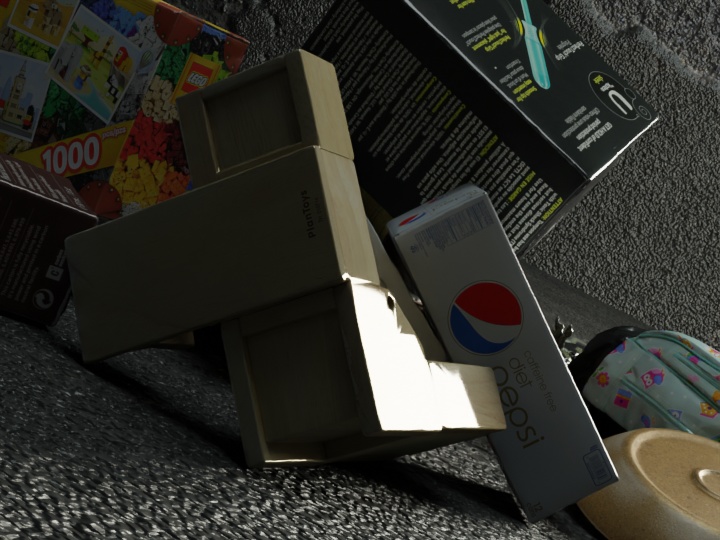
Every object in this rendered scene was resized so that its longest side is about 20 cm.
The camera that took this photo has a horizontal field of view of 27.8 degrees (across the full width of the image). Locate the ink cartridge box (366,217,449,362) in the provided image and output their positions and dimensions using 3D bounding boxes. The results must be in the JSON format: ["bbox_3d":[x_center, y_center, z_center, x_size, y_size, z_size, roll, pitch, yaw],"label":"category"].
[{"bbox_3d":[-0.026,-0.001,0.972,0.146,0.083,0.200,60,0,-16],"label":"ink cartridge box"}]

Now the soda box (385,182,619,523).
[{"bbox_3d":[0.087,0.050,0.903,0.068,0.063,0.201,-115,180,-80],"label":"soda box"}]

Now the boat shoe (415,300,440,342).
[{"bbox_3d":[0.084,0.066,1.125,0.201,0.075,0.075,20,25,-17],"label":"boat shoe"}]

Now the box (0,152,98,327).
[{"bbox_3d":[-0.256,-0.045,0.810,0.199,0.075,0.100,20,9,-26],"label":"box"}]

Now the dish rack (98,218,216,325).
[{"bbox_3d":[-0.170,-0.012,0.997,0.199,0.044,0.172,26,8,0],"label":"dish rack"}]

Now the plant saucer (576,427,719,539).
[{"bbox_3d":[0.239,0.160,0.989,0.199,0.036,0.200,17,21,-7],"label":"plant saucer"}]

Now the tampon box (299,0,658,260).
[{"bbox_3d":[0.072,-0.112,0.987,0.200,0.126,0.150,45,36,6],"label":"tampon box"}]

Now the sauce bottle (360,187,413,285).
[{"bbox_3d":[0.037,-0.036,1.039,0.065,0.065,0.200,14,42,-59],"label":"sauce bottle"}]

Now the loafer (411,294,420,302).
[{"bbox_3d":[0.000,0.000,1.155,0.200,0.068,0.071,37,32,-41],"label":"loafer"}]

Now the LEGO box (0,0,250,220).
[{"bbox_3d":[-0.195,-0.135,1.037,0.200,0.150,0.077,29,8,36],"label":"LEGO box"}]

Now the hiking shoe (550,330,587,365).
[{"bbox_3d":[0.145,0.096,1.250,0.199,0.076,0.101,12,20,-23],"label":"hiking shoe"}]

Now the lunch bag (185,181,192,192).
[{"bbox_3d":[-0.129,-0.082,1.190,0.082,0.161,0.200,32,5,-22],"label":"lunch bag"}]

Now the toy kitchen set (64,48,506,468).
[{"bbox_3d":[-0.044,0.013,0.826,0.163,0.201,0.180,-17,-13,24],"label":"toy kitchen set"}]

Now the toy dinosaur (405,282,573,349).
[{"bbox_3d":[0.101,0.046,1.079,0.200,0.088,0.047,57,-21,14],"label":"toy dinosaur"}]

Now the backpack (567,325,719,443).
[{"bbox_3d":[0.273,0.130,1.170,0.167,0.127,0.200,24,10,-39],"label":"backpack"}]
